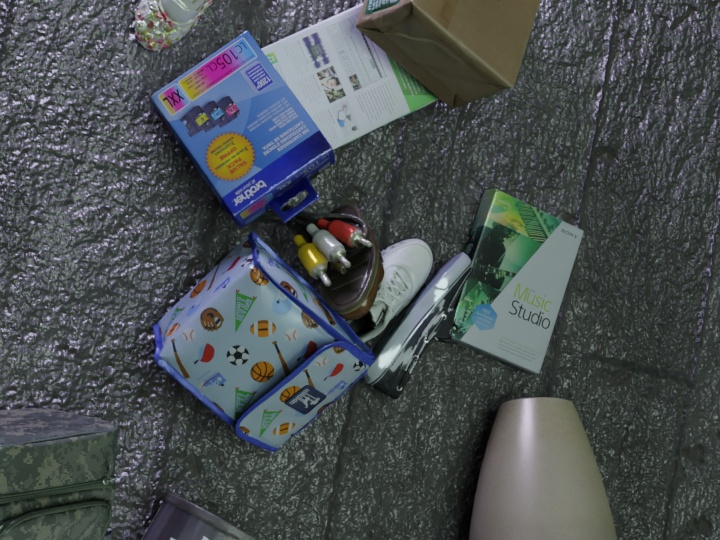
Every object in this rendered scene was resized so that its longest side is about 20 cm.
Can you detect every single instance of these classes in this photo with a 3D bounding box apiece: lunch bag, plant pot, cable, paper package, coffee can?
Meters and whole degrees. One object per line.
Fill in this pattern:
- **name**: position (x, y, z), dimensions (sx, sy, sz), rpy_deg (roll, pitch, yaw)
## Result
- **lunch bag**: position (-0.105, 0.091, 1.628), dimensions (0.170, 0.124, 0.200), rpy_deg (-41, 111, 10)
- **plant pot**: position (0.221, 0.263, 1.788), dimensions (0.187, 0.187, 0.200), rpy_deg (9, 71, -25)
- **cable**: position (-0.068, -0.060, 1.646), dimensions (0.097, 0.050, 0.200), rpy_deg (-41, 61, -20)
- **paper package**: position (0.113, -0.329, 1.744), dimensions (0.191, 0.103, 0.200), rpy_deg (35, 59, -30)
- **lunch bag**: position (-0.351, 0.236, 1.498), dimensions (0.200, 0.139, 0.168), rpy_deg (0, 99, -56)
- **coffee can**: position (-0.197, 0.365, 1.586), dimensions (0.146, 0.146, 0.200), rpy_deg (35, 75, -21)

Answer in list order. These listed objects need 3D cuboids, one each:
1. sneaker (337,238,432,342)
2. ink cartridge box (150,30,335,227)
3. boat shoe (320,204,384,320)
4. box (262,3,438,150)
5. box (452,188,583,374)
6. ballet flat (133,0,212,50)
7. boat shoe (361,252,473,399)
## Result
- **sneaker**: position (0.022, 0.037, 1.739), dimensions (0.200, 0.081, 0.075), rpy_deg (-44, 105, -22)
- **ink cartridge box**: position (-0.121, -0.143, 1.623), dimensions (0.136, 0.076, 0.200), rpy_deg (-36, 83, -4)
- **boat shoe**: position (0.000, 0.000, 1.676), dimensions (0.072, 0.200, 0.068), rpy_deg (-24, 122, 15)
- **box**: position (-0.019, -0.230, 1.744), dimensions (0.200, 0.036, 0.144), rpy_deg (-27, 100, -23)
- **box**: position (0.192, 0.015, 1.845), dimensions (0.144, 0.036, 0.200), rpy_deg (23, 78, -24)
- **ballet flat**: position (-0.185, -0.335, 1.658), dimensions (0.076, 0.064, 0.200), rpy_deg (41, 73, -20)
- **boat shoe**: position (0.082, 0.070, 1.766), dimensions (0.066, 0.070, 0.200), rpy_deg (40, 75, -7)
